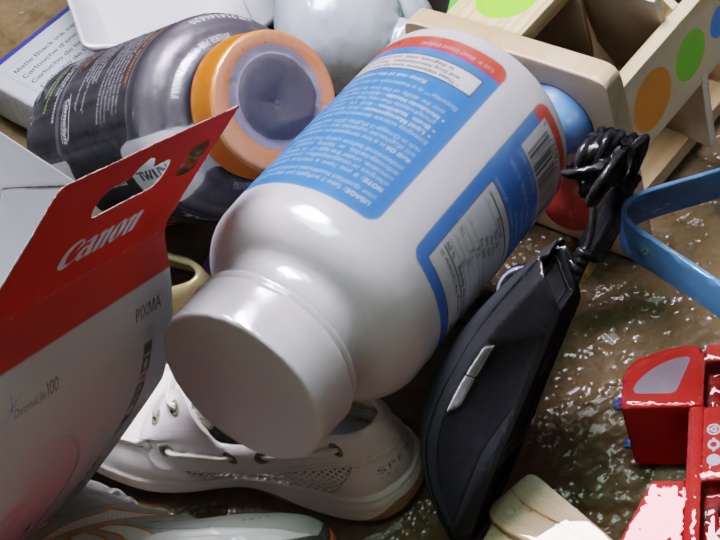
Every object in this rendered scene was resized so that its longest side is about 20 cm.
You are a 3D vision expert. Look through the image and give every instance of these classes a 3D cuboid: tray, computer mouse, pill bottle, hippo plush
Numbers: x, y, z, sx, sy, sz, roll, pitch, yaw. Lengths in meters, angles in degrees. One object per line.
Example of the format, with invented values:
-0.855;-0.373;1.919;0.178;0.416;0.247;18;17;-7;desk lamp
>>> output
-0.139;-0.184;1.005;0.107;0.022;0.200;-4;39;-19;tray
0.074;0.019;0.731;0.046;0.200;0.140;23;17;12;computer mouse
0.002;-0.013;0.725;0.112;0.112;0.200;15;47;32;pill bottle
-0.001;-0.184;0.913;0.159;0.200;0.161;-24;78;16;hippo plush
-0.093;-0.077;0.849;0.106;0.106;0.200;-48;22;-25;pill bottle

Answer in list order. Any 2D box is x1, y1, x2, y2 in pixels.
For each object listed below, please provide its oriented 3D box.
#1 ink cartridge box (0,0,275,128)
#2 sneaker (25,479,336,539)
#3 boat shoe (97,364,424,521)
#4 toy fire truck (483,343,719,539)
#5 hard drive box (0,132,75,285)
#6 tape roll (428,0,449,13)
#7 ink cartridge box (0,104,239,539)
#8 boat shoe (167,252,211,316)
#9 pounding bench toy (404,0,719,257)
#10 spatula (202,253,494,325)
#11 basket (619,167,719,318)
-0.143;-0.158;1.047;0.200;0.041;0.200;27;61;38;ink cartridge box
-0.108;0.127;0.739;0.200;0.076;0.092;-11;39;8;sneaker
-0.066;0.067;0.780;0.200;0.069;0.071;5;49;24;boat shoe
0.104;0.119;0.681;0.141;0.049;0.200;-4;47;18;toy fire truck
-0.239;0.036;0.798;0.200;0.077;0.156;-32;33;42;hard drive box
0.111;-0.236;1.031;0.202;0.037;0.203;-11;44;11;tape roll
-0.114;0.039;0.639;0.200;0.057;0.163;-49;-3;24;ink cartridge box
-0.155;0.004;0.869;0.200;0.076;0.072;4;52;26;boat shoe
0.091;-0.117;0.860;0.200;0.124;0.156;24;60;36;pounding bench toy
0.000;0.000;0.854;0.200;0.021;0.057;18;68;30;spatula
0.236;-0.010;0.682;0.200;0.139;0.176;-16;39;-24;basket
